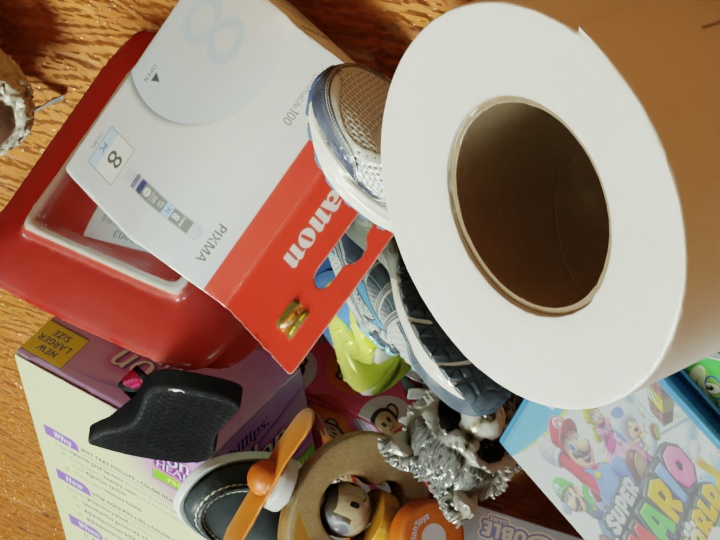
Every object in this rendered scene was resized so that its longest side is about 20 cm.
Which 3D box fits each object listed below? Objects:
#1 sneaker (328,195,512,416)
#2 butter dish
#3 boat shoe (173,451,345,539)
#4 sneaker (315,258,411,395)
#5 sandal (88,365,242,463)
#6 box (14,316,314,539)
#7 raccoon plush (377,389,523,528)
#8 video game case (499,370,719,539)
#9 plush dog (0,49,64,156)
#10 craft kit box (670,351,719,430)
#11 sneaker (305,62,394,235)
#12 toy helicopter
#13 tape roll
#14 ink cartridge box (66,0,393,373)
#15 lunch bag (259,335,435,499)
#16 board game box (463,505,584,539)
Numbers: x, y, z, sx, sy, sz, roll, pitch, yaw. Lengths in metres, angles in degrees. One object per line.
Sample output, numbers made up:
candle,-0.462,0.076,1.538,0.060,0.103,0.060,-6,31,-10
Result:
sneaker,0.035,0.016,1.612,0.087,0.077,0.200,105,148,-42
butter dish,-0.101,-0.019,1.749,0.199,0.200,0.148,23,159,30
boat shoe,-0.037,0.171,1.817,0.199,0.076,0.060,19,-156,-45
sneaker,0.000,0.000,1.755,0.105,0.076,0.200,44,149,13
sandal,-0.114,0.079,1.710,0.075,0.045,0.200,11,161,-16
box,-0.123,0.129,1.908,0.175,0.097,0.201,26,144,31
raccoon plush,0.073,0.123,1.764,0.096,0.134,0.200,31,151,23
video game case,0.164,0.123,1.480,0.200,0.018,0.143,49,144,18
plush dog,-0.305,-0.161,1.904,0.199,0.161,0.173,-14,108,27
craft kit box,0.216,0.126,1.470,0.197,0.048,0.201,13,123,44
sneaker,0.059,-0.044,1.499,0.200,0.077,0.085,43,149,-4
toy helicopter,-0.042,0.176,1.735,0.132,0.200,0.079,52,158,-19
tape roll,0.126,-0.049,1.366,0.202,0.139,0.204,23,123,41
ink cartridge box,-0.063,-0.063,1.609,0.047,0.160,0.200,22,-162,-52
lunch bag,0.005,0.130,1.927,0.176,0.082,0.201,24,147,32
board game box,0.133,0.232,1.867,0.199,0.044,0.199,18,153,-3
